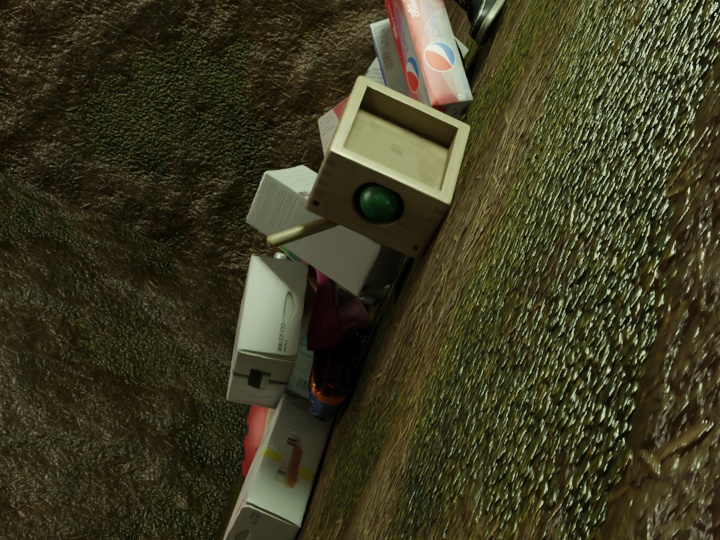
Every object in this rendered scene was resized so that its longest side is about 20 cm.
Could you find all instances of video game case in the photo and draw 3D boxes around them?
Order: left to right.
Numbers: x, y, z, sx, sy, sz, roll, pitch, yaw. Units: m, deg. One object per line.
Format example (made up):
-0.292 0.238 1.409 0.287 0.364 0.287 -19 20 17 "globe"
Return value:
-0.094 0.096 1.808 0.022 0.199 0.185 12 75 47 "video game case"

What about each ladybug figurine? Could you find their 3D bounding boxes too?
-0.143 0.277 1.839 0.136 0.071 0.204 59 -143 -71 "ladybug figurine"

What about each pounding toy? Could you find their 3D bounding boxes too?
0.011 -0.104 1.415 0.202 0.181 0.143 -71 6 -45 "pounding toy"

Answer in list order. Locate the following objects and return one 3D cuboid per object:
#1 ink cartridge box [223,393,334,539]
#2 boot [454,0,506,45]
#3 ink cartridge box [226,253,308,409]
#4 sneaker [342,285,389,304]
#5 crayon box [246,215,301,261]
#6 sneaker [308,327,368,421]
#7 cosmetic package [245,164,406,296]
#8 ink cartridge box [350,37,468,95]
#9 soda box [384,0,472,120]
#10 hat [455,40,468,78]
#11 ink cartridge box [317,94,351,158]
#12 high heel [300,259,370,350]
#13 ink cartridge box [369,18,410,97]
-0.115 0.296 1.584 0.201 0.082 0.146 -71 6 -49 "ink cartridge box"
0.132 -0.404 1.651 0.205 0.152 0.074 -71 7 -51 "boot"
-0.131 0.088 1.617 0.201 0.082 0.147 114 164 -63 "ink cartridge box"
0.000 0.000 1.692 0.200 0.081 0.075 146 148 -81 "sneaker"
-0.082 -0.066 1.823 0.200 0.125 0.052 39 121 50 "crayon box"
-0.040 0.128 1.619 0.201 0.074 0.079 -70 2 -53 "sneaker"
-0.040 -0.055 1.551 0.112 0.198 0.082 -21 -42 -62 "cosmetic package"
0.066 -0.307 1.911 0.201 0.084 0.146 -55 23 -3 "ink cartridge box"
0.091 -0.302 1.592 0.070 0.062 0.203 121 136 -66 "soda box"
0.116 -0.304 1.736 0.201 0.079 0.204 -15 -90 -86 "hat"
0.005 -0.146 1.725 0.116 0.066 0.204 -26 73 59 "ink cartridge box"
-0.067 0.035 1.622 0.201 0.095 0.068 55 161 41 "high heel"
0.061 -0.262 1.710 0.094 0.043 0.204 -21 -85 -87 "ink cartridge box"
